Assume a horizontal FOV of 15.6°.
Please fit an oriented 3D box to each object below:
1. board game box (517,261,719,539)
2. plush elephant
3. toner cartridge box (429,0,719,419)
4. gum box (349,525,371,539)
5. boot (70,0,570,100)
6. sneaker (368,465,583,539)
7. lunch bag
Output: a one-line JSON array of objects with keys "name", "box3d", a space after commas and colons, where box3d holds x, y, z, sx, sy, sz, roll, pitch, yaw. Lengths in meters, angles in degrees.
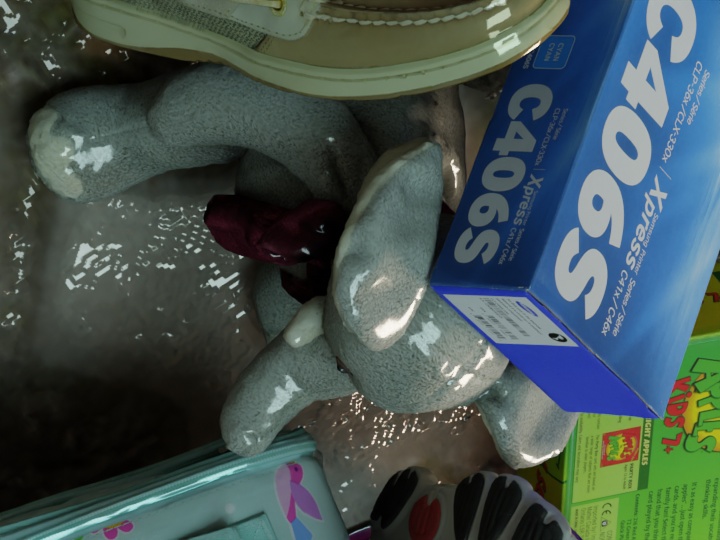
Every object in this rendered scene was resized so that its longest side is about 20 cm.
[{"name": "board game box", "box3d": [0.116, 0.097, 1.054, 0.101, 0.048, 0.201, -10, 124, -17]}, {"name": "plush elephant", "box3d": [0.000, 0.000, 0.934, 0.200, 0.155, 0.165, -25, 132, 23]}, {"name": "toner cartridge box", "box3d": [0.095, -0.059, 0.902, 0.095, 0.043, 0.201, 42, 62, -45]}, {"name": "gum box", "box3d": [-0.026, 0.189, 1.121, 0.199, 0.066, 0.114, -21, 126, -12]}, {"name": "boot", "box3d": [-0.032, -0.142, 0.859, 0.072, 0.199, 0.155, -43, 132, -39]}, {"name": "sneaker", "box3d": [0.061, 0.114, 0.954, 0.083, 0.200, 0.081, 17, 92, -15]}, {"name": "lunch bag", "box3d": [-0.098, 0.120, 0.994, 0.199, 0.160, 0.077, -20, 81, -13]}]
